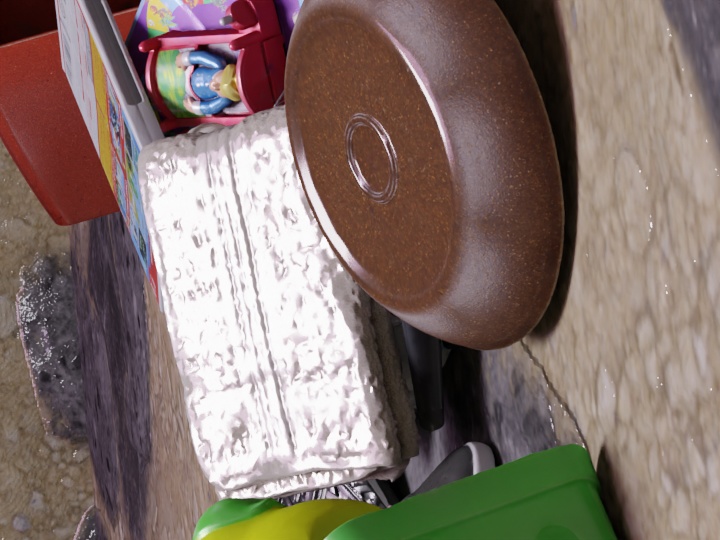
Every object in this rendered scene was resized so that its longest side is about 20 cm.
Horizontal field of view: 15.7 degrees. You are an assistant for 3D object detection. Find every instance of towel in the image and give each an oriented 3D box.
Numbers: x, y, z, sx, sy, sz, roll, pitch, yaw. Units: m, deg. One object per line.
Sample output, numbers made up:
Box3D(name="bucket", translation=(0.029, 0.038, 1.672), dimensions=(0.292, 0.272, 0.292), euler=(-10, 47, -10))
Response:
Box3D(name="towel", translation=(-0.043, 0.018, 1.346), dimensions=(0.132, 0.034, 0.201), euler=(-13, 87, 36))

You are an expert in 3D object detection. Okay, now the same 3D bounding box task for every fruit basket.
Box3D(name="fruit basket", translation=(0.023, 0.162, 1.155), dimensions=(0.216, 0.155, 0.216), euler=(47, 145, 47))

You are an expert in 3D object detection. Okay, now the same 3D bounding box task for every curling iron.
Box3D(name="curling iron", translation=(0.027, -0.008, 1.276), dimensions=(0.050, 0.025, 0.201), euler=(-120, 25, -58))

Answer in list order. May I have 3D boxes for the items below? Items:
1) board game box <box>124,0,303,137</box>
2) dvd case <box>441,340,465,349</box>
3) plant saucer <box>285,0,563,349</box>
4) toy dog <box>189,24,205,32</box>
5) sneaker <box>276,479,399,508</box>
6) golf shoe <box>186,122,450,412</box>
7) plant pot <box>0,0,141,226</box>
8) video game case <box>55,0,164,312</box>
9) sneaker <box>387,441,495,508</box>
Box3D(name="board game box", translation=(-0.080, -0.112, 1.459), dimensions=(0.158, 0.039, 0.200), euler=(47, 134, 19))
Box3D(name="dvd case", translation=(0.037, -0.080, 1.304), dimensions=(0.143, 0.017, 0.201), euler=(103, 158, -56))
Box3D(name="plant saucer", translation=(0.018, -0.055, 1.182), dimensions=(0.200, 0.037, 0.201), euler=(39, 139, 46))
Box3D(name="toy dog", translation=(-0.065, -0.185, 1.553), dimensions=(0.200, 0.096, 0.132), euler=(-118, 24, -61))
Box3D(name="sneaker", translation=(-0.019, 0.121, 1.583), dimensions=(0.200, 0.079, 0.074), euler=(39, 118, 52))
Box3D(name="golf shoe", translation=(-0.017, -0.018, 1.385), dimensions=(0.200, 0.078, 0.097), euler=(49, 132, 15))
Box3D(name="plant pot", translation=(-0.206, -0.152, 2.061), dimensions=(0.200, 0.199, 0.177), euler=(-118, 14, -62))
Box3D(name="video game case", translation=(-0.146, -0.093, 1.565), dimensions=(0.143, 0.017, 0.200), euler=(93, 156, -57))
Box3D(name="sneaker", translation=(-0.012, 0.160, 1.311), dimensions=(0.200, 0.099, 0.071), euler=(-59, 19, 17))
